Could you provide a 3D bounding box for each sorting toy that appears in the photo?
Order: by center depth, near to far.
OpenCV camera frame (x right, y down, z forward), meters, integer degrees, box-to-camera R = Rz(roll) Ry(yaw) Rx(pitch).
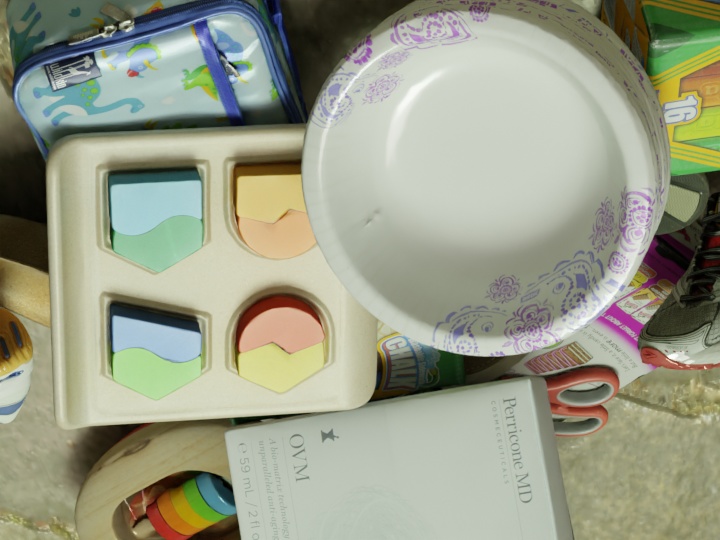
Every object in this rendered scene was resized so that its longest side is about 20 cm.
[{"bbox_3d":[-0.083,0.006,1.601,0.199,0.036,0.186,-5,114,-13],"label":"sorting toy"}]

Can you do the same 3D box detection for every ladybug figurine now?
[{"bbox_3d":[-0.111,0.150,1.918,0.200,0.072,0.136,-26,121,29],"label":"ladybug figurine"}]

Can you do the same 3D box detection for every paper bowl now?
[{"bbox_3d":[0.074,-0.061,1.532,0.200,0.104,0.202,5,111,14],"label":"paper bowl"}]

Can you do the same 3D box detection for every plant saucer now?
[{"bbox_3d":[-0.179,0.008,1.706,0.199,0.036,0.200,20,168,4],"label":"plant saucer"}]

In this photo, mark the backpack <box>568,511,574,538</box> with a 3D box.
[{"bbox_3d":[0.066,0.225,1.867,0.175,0.201,0.153,-18,171,-16],"label":"backpack"}]

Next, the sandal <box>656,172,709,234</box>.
[{"bbox_3d":[0.124,-0.088,1.678,0.200,0.057,0.080,25,135,2],"label":"sandal"}]

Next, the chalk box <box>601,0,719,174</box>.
[{"bbox_3d":[0.249,-0.147,1.591,0.199,0.124,0.125,-7,142,-3],"label":"chalk box"}]

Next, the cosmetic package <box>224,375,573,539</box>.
[{"bbox_3d":[0.034,0.181,1.729,0.199,0.200,0.123,-10,176,6],"label":"cosmetic package"}]

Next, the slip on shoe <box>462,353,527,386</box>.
[{"bbox_3d":[0.109,-0.012,1.756,0.200,0.076,0.060,-46,138,17],"label":"slip on shoe"}]

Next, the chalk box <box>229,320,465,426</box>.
[{"bbox_3d":[0.000,0.000,1.730,0.199,0.125,0.124,-9,142,0],"label":"chalk box"}]

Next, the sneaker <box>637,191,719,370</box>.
[{"bbox_3d":[0.236,-0.011,1.754,0.078,0.200,0.082,6,134,44],"label":"sneaker"}]

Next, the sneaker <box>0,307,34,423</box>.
[{"bbox_3d":[-0.306,0.081,1.737,0.199,0.075,0.088,-4,142,-8],"label":"sneaker"}]

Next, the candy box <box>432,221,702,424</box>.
[{"bbox_3d":[0.143,0.027,1.849,0.200,0.061,0.136,-32,138,25],"label":"candy box"}]

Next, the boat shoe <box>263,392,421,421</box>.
[{"bbox_3d":[-0.048,0.062,1.841,0.199,0.073,0.062,8,143,-14],"label":"boat shoe"}]

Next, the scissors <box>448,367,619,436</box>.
[{"bbox_3d":[0.085,0.084,1.845,0.199,0.014,0.073,5,143,-23],"label":"scissors"}]

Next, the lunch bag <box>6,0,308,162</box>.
[{"bbox_3d":[-0.113,-0.101,1.614,0.160,0.083,0.200,-15,143,2],"label":"lunch bag"}]
